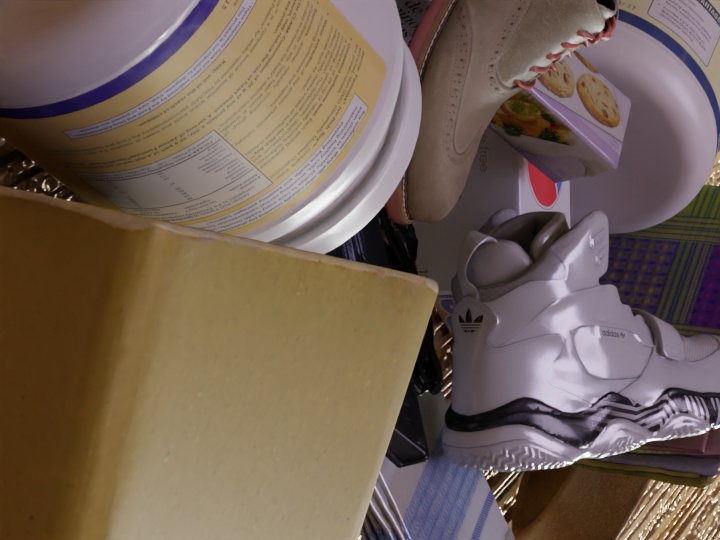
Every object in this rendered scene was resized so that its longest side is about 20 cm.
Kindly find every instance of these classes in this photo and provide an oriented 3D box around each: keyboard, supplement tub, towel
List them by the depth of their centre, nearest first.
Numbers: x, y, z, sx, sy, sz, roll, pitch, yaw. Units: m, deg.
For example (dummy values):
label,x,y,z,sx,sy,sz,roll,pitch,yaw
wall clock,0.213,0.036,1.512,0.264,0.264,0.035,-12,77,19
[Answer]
label,x,y,z,sx,sy,sz,roll,pitch,yaw
supplement tub,-0.071,-0.093,0.864,0.200,0.145,0.146,42,55,-57
keyboard,0.000,0.000,1.060,0.127,0.021,0.201,41,30,-48
towel,0.039,0.130,1.081,0.201,0.024,0.147,64,20,-13
towel,0.145,0.029,1.254,0.023,0.143,0.200,71,32,-44
supplement tub,0.148,-0.134,1.298,0.200,0.144,0.145,-62,144,-40

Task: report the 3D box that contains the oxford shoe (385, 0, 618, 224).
label,x,y,z,sx,sy,sz,roll,pitch,yaw
oxford shoe,0.065,-0.100,0.977,0.070,0.075,0.201,-48,160,-64

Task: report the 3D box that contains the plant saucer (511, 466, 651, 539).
label,x,y,z,sx,sy,sz,roll,pitch,yaw
plant saucer,0.133,0.093,1.318,0.201,0.035,0.200,-62,-175,9

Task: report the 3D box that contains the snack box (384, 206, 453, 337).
label,x,y,z,sx,sy,sz,roll,pitch,yaw
snack box,0.050,-0.023,1.245,0.200,0.024,0.072,58,41,-48

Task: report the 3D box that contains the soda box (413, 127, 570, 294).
label,x,y,z,sx,sy,sz,roll,pitch,yaw
soda box,0.065,-0.089,1.174,0.068,0.063,0.201,-5,95,-62

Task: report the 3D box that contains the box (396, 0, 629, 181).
label,x,y,z,sx,sy,sz,roll,pitch,yaw
box,0.049,-0.108,1.065,0.200,0.039,0.042,38,54,-37

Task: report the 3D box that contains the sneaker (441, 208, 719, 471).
label,x,y,z,sx,sy,sz,roll,pitch,yaw
sneaker,0.116,0.025,1.119,0.199,0.075,0.116,-10,99,-42

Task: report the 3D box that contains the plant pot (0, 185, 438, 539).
label,x,y,z,sx,sy,sz,roll,pitch,yaw
plant pot,-0.116,0.074,0.753,0.194,0.195,0.201,12,90,-63
